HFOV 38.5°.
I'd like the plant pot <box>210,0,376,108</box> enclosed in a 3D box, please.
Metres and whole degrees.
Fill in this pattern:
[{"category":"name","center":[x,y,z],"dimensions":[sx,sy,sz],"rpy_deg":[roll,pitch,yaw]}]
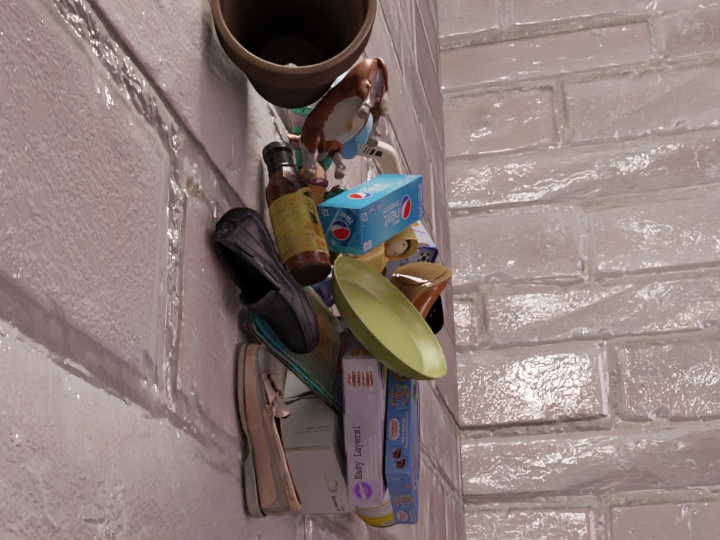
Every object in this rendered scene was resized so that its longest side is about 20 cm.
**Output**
[{"category":"plant pot","center":[-0.085,-0.293,1.283],"dimensions":[0.175,0.197,0.203],"rpy_deg":[107,-18,-72]}]

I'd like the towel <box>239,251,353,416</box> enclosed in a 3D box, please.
[{"category":"towel","center":[-0.073,0.075,1.312],"dimensions":[0.200,0.022,0.148],"rpy_deg":[47,32,-31]}]

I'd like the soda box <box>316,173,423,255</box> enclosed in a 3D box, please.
[{"category":"soda box","center":[0.018,-0.081,1.415],"dimensions":[0.200,0.067,0.065],"rpy_deg":[-32,123,-58]}]

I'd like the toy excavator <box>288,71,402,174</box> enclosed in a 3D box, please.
[{"category":"toy excavator","center":[-0.006,-0.201,1.566],"dimensions":[0.100,0.197,0.196],"rpy_deg":[-81,-175,-52]}]

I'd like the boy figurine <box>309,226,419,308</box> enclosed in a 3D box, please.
[{"category":"boy figurine","center":[0.000,0.000,1.469],"dimensions":[0.064,0.199,0.125],"rpy_deg":[39,-28,32]}]

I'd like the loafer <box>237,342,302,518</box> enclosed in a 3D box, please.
[{"category":"loafer","center":[-0.103,0.183,1.199],"dimensions":[0.072,0.062,0.203],"rpy_deg":[22,63,-78]}]

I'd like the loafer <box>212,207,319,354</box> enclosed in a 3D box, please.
[{"category":"loafer","center":[-0.112,0.023,1.187],"dimensions":[0.071,0.067,0.202],"rpy_deg":[-55,128,-42]}]

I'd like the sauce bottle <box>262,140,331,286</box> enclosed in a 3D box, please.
[{"category":"sauce bottle","center":[-0.088,-0.078,1.331],"dimensions":[0.066,0.065,0.202],"rpy_deg":[61,11,-63]}]

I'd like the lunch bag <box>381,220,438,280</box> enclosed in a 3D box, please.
[{"category":"lunch bag","center":[0.040,0.009,1.763],"dimensions":[0.171,0.122,0.202],"rpy_deg":[-110,-152,-59]}]

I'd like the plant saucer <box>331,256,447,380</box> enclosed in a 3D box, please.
[{"category":"plant saucer","center":[0.030,0.066,1.302],"dimensions":[0.200,0.031,0.201],"rpy_deg":[42,18,-17]}]

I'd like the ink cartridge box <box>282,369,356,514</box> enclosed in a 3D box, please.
[{"category":"ink cartridge box","center":[-0.051,0.208,1.401],"dimensions":[0.201,0.082,0.148],"rpy_deg":[-84,164,-48]}]

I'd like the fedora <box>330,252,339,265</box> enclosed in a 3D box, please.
[{"category":"fedora","center":[-0.036,-0.022,1.593],"dimensions":[0.201,0.081,0.204],"rpy_deg":[3,90,-81]}]

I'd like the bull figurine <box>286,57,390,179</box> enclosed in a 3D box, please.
[{"category":"bull figurine","center":[-0.030,-0.183,1.319],"dimensions":[0.200,0.065,0.122],"rpy_deg":[-48,-145,37]}]

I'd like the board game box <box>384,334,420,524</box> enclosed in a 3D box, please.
[{"category":"board game box","center":[0.058,0.213,1.377],"dimensions":[0.152,0.036,0.202],"rpy_deg":[80,10,-52]}]

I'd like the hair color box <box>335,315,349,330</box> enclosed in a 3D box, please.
[{"category":"hair color box","center":[-0.010,0.143,1.584],"dimensions":[0.201,0.100,0.062],"rpy_deg":[67,32,-55]}]

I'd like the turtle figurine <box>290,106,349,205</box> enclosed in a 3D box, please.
[{"category":"turtle figurine","center":[-0.066,-0.125,1.461],"dimensions":[0.149,0.100,0.203],"rpy_deg":[4,92,-44]}]

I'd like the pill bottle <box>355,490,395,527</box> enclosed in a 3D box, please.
[{"category":"pill bottle","center":[0.020,0.329,1.629],"dimensions":[0.201,0.110,0.113],"rpy_deg":[66,22,-59]}]

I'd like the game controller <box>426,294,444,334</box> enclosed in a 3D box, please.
[{"category":"game controller","center":[0.043,0.094,1.683],"dimensions":[0.042,0.198,0.105],"rpy_deg":[-126,-162,-57]}]

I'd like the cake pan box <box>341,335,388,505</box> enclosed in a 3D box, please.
[{"category":"cake pan box","center":[0.012,0.185,1.349],"dimensions":[0.184,0.052,0.203],"rpy_deg":[-48,137,-77]}]

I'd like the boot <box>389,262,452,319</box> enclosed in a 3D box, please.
[{"category":"boot","center":[0.068,0.085,1.521],"dimensions":[0.199,0.073,0.157],"rpy_deg":[-34,134,-46]}]
